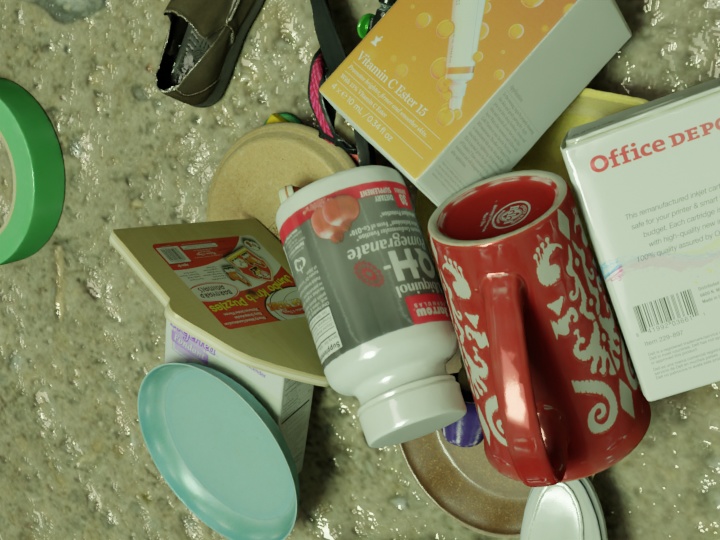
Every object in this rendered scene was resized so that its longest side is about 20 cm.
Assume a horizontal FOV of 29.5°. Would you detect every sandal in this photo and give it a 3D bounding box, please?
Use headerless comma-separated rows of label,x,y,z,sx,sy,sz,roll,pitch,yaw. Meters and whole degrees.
sandal,-0.026,-0.157,1.181,0.045,0.075,0.202,-18,76,1

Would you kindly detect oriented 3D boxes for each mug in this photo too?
mug,0.135,0.046,1.000,0.132,0.178,0.202,-22,115,-5

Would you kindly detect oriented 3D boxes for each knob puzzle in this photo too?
knob puzzle,-0.093,0.033,1.144,0.219,0.219,0.031,41,118,19

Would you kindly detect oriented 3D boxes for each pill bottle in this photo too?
pill bottle,0.012,0.030,1.067,0.110,0.110,0.202,-30,72,34

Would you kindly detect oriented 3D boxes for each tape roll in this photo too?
tape roll,-0.405,-0.105,1.466,0.198,0.048,0.203,8,105,32

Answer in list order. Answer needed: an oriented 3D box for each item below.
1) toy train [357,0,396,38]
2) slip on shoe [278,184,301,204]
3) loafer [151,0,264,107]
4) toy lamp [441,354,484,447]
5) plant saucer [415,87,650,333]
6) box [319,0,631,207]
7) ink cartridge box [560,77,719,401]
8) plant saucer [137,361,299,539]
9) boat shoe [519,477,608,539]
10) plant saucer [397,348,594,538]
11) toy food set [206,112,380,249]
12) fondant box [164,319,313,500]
toy train,0.037,-0.250,1.141,0.042,0.056,0.202,31,117,41
slip on shoe,0.000,0.000,1.167,0.061,0.074,0.200,-39,73,-7
loafer,-0.138,-0.239,1.248,0.073,0.071,0.202,28,115,25
toy lamp,0.096,0.049,1.114,0.058,0.058,0.202,21,117,28
plant saucer,0.143,-0.058,1.120,0.198,0.048,0.203,16,108,29
box,0.088,-0.159,1.045,0.200,0.097,0.124,-48,59,3
ink cartridge box,0.245,-0.028,1.000,0.144,0.088,0.202,-19,100,14
plant saucer,-0.129,0.168,1.279,0.199,0.027,0.202,23,131,29
boat shoe,0.159,0.259,1.100,0.073,0.067,0.203,-2,85,24
plant saucer,0.120,0.129,1.183,0.198,0.037,0.203,8,105,31
toy food set,-0.058,-0.039,1.254,0.199,0.048,0.199,39,118,20
fondant box,-0.115,0.098,1.281,0.143,0.058,0.202,30,133,24
